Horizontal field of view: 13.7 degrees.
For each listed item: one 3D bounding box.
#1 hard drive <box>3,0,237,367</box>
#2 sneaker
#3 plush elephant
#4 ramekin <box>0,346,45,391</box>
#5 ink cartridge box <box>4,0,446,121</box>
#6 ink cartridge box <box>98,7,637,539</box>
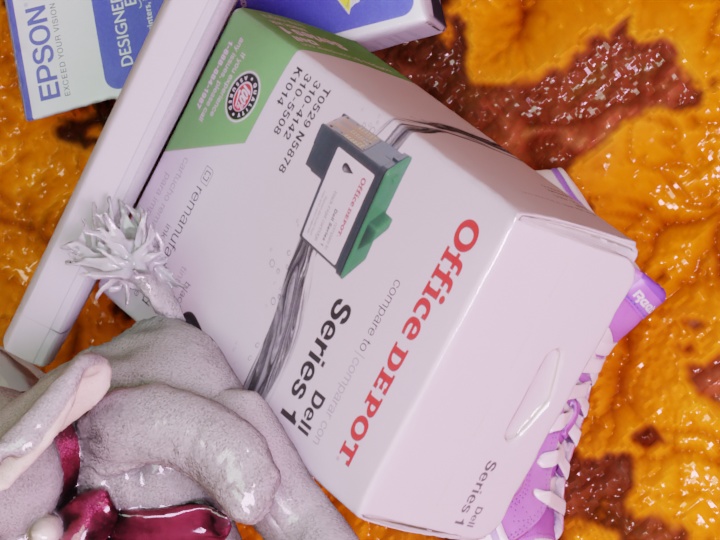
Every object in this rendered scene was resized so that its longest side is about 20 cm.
[{"bbox_3d":[-0.093,-0.068,1.302,0.027,0.132,0.201,26,113,-3],"label":"hard drive"},{"bbox_3d":[0.084,0.051,1.299,0.114,0.073,0.202,-15,77,9],"label":"sneaker"},{"bbox_3d":[-0.117,0.088,1.207,0.154,0.164,0.201,-27,96,-27],"label":"plush elephant"},{"bbox_3d":[-0.213,0.110,1.333,0.201,0.094,0.204,-2,68,4],"label":"ramekin"},{"bbox_3d":[-0.074,-0.183,1.396,0.199,0.047,0.199,-13,80,15],"label":"ink cartridge box"},{"bbox_3d":[0.000,0.000,1.259,0.200,0.084,0.147,38,105,42],"label":"ink cartridge box"}]
